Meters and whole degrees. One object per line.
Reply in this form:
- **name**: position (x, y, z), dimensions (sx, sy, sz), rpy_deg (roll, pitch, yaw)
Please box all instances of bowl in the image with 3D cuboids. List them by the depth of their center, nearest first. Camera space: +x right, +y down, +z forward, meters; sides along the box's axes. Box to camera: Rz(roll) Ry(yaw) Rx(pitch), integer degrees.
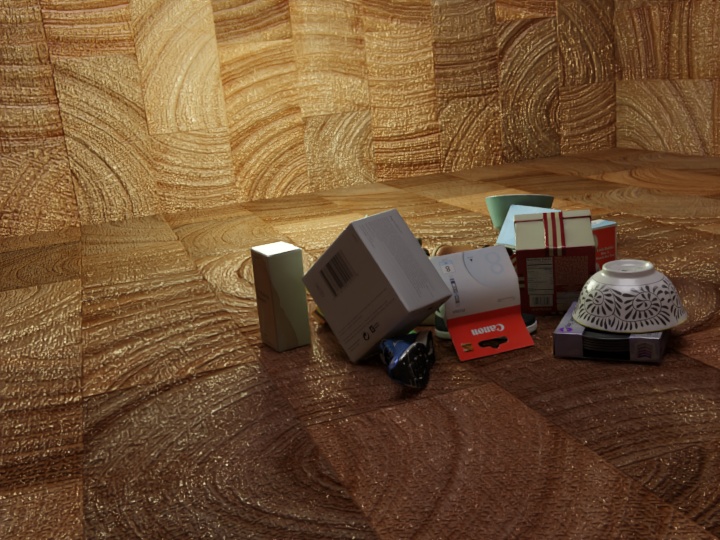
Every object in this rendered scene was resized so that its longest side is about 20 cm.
- **bowl**: position (0.483, 0.036, 1.421), dimensions (0.199, 0.095, 0.201), rpy_deg (-6, 15, 1)
- **bowl**: position (0.466, -0.162, 2.308), dimensions (0.199, 0.106, 0.201), rpy_deg (-1, 0, 0)

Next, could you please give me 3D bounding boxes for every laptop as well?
- **laptop**: position (0.403, -0.096, 2.110), dimensions (0.199, 0.117, 0.187), rpy_deg (-15, 17, -32)

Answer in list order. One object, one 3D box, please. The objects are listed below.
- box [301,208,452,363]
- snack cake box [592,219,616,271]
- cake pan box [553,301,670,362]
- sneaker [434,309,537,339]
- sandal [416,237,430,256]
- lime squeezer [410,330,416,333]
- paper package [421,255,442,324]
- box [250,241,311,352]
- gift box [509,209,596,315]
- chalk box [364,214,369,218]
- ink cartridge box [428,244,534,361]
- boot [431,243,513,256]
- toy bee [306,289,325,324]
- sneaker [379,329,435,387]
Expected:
- **box**: position (0.026, 0.029, 1.463), dimensions (0.130, 0.201, 0.199), rpy_deg (-20, -18, -44)
- **snack cake box**: position (0.514, -0.048, 1.883), dimensions (0.199, 0.116, 0.067), rpy_deg (-11, 15, -22)
- **cake pan box**: position (0.459, 0.110, 1.432), dimensions (0.183, 0.053, 0.200), rpy_deg (0, 15, 28)
- **sneaker**: position (0.242, 0.072, 1.533), dimensions (0.199, 0.113, 0.073), rpy_deg (-4, 15, 6)
- **sandal**: position (0.151, -0.024, 2.039), dimensions (0.057, 0.080, 0.201), rpy_deg (12, 22, -1)
- **lime squeezer**: position (0.096, 0.109, 1.554), dimensions (0.038, 0.071, 0.200), rpy_deg (4, 38, -30)
- **paper package**: position (0.179, 0.040, 1.702), dimensions (0.189, 0.104, 0.200), rpy_deg (-1, 16, 16)
- **box**: position (-0.160, 0.051, 1.589), dimensions (0.077, 0.201, 0.095), rpy_deg (-13, 16, -27)
- **gift box**: position (0.404, -0.011, 1.669), dimensions (0.183, 0.201, 0.187), rpy_deg (1, 31, 11)
- **chalk box**: position (0.000, 0.000, 1.781), dimensions (0.124, 0.200, 0.125), rpy_deg (35, 19, -10)
- **ink cartridge box**: position (0.227, 0.056, 1.471), dimensions (0.159, 0.201, 0.047), rpy_deg (-10, -28, -18)
- **boot**: position (0.281, -0.033, 1.987), dimensions (0.154, 0.074, 0.200), rpy_deg (3, 17, 38)
- **toy bee**: position (-0.063, 0.061, 1.643), dimensions (0.130, 0.201, 0.109), rpy_deg (29, 48, 15)
- **sneaker**: position (0.074, 0.157, 1.372), dimensions (0.089, 0.079, 0.200), rpy_deg (-9, 5, 15)
